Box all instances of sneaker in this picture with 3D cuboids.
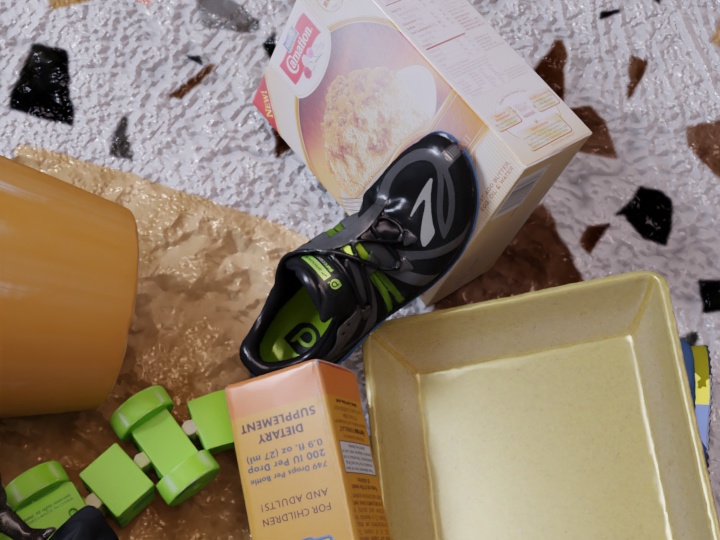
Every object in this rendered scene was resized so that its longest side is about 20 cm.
[{"bbox_3d":[0.185,0.134,0.829,0.078,0.066,0.200,6,61,1],"label":"sneaker"},{"bbox_3d":[0.000,0.000,0.796,0.071,0.083,0.200,46,104,13],"label":"sneaker"}]

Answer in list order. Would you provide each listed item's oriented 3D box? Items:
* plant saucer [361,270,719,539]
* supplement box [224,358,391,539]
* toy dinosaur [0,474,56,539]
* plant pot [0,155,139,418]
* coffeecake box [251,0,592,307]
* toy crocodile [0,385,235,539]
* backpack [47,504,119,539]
[{"bbox_3d":[0.109,0.114,0.798,0.200,0.048,0.200,-11,63,12],"label":"plant saucer"},{"bbox_3d":[-0.021,0.158,0.747,0.066,0.069,0.200,-18,75,15],"label":"supplement box"},{"bbox_3d":[-0.235,0.137,0.694,0.102,0.200,0.077,48,33,2],"label":"toy dinosaur"},{"bbox_3d":[-0.234,0.009,0.750,0.183,0.200,0.201,10,60,-24],"label":"plant pot"},{"bbox_3d":[0.033,-0.103,0.862,0.073,0.154,0.200,-28,70,-38],"label":"coffeecake box"},{"bbox_3d":[-0.149,0.133,0.769,0.200,0.062,0.068,-35,74,-20],"label":"toy crocodile"},{"bbox_3d":[-0.116,0.251,0.663,0.200,0.154,0.163,40,95,-11],"label":"backpack"}]
